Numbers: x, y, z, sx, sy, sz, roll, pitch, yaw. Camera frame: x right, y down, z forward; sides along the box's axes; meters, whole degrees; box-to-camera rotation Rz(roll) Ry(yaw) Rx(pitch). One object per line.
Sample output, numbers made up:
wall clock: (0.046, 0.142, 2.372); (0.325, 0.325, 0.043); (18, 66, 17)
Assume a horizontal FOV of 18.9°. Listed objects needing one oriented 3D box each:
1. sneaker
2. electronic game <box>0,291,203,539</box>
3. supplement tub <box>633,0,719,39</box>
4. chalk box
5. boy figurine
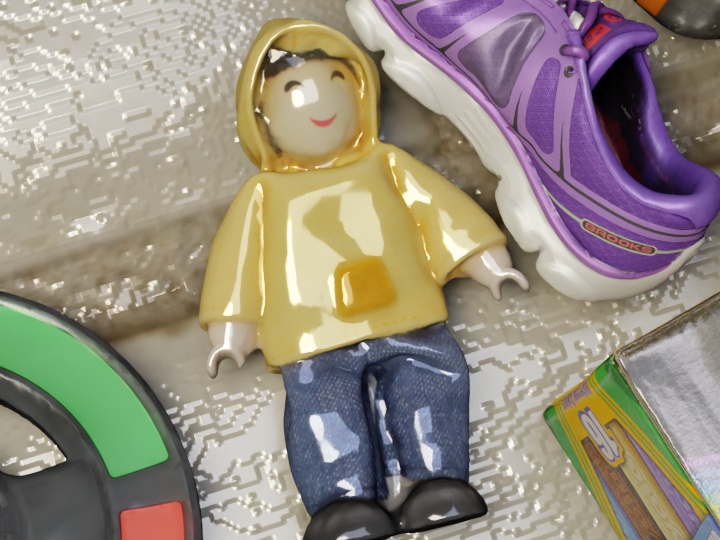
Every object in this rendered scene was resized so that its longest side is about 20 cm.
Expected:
sneaker: (0.067, -0.087, 0.805); (0.200, 0.083, 0.081); (52, 45, 4)
electronic game: (-0.155, 0.099, 0.761); (0.199, 0.042, 0.201); (1, 68, -2)
supplement tub: (0.116, -0.173, 0.818); (0.200, 0.123, 0.123); (42, 77, 4)
chalk box: (0.177, 0.095, 0.769); (0.124, 0.124, 0.200); (-30, 84, -12)
boy figurine: (0.000, 0.000, 0.801); (0.124, 0.064, 0.201); (-9, 82, -4)
